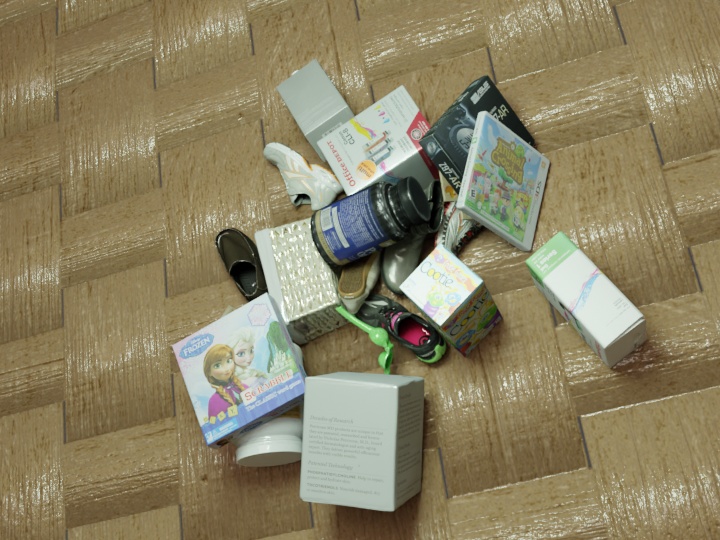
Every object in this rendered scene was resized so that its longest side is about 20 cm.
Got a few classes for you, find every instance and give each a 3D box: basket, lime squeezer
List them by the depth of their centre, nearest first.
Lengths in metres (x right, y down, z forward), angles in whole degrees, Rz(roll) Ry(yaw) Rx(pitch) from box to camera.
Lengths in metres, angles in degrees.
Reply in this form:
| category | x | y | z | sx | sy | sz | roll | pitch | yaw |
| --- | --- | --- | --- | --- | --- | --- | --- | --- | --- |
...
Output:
| category | x | y | z | sx | sy | sz | roll | pitch | yaw |
| --- | --- | --- | --- | --- | --- | --- | --- | --- | --- |
| lime squeezer | 0.027 | 0.147 | 1.623 | 0.070 | 0.038 | 0.201 | -23 | 97 | 12 |
| basket | -0.102 | 0.015 | 1.716 | 0.122 | 0.136 | 0.201 | -20 | 66 | 8 |

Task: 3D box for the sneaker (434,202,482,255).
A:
| category | x | y | z | sx | sy | sz | roll | pitch | yaw |
| --- | --- | --- | --- | --- | --- | --- | --- | --- | --- |
| sneaker | 0.185 | -0.083 | 1.686 | 0.081 | 0.078 | 0.202 | 14 | 82 | 10 |

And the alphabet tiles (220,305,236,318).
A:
| category | x | y | z | sx | sy | sz | roll | pitch | yaw |
| --- | --- | --- | --- | --- | --- | --- | --- | --- | --- |
| alphabet tiles | -0.270 | 0.148 | 1.718 | 0.008 | 0.200 | 0.168 | 35 | 82 | -19 |

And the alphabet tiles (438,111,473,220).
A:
| category | x | y | z | sx | sy | sz | roll | pitch | yaw |
| --- | --- | --- | --- | --- | --- | --- | --- | --- | --- |
| alphabet tiles | 0.206 | -0.190 | 1.673 | 0.006 | 0.165 | 0.202 | -20 | 76 | 54 |

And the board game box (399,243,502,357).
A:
| category | x | y | z | sx | sy | sz | roll | pitch | yaw |
| --- | --- | --- | --- | --- | --- | --- | --- | --- | --- |
| board game box | 0.159 | 0.055 | 1.575 | 0.103 | 0.200 | 0.105 | -46 | 63 | -2 |

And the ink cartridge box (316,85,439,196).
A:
| category | x | y | z | sx | sy | sz | roll | pitch | yaw |
| --- | --- | --- | --- | --- | --- | --- | --- | --- | --- |
| ink cartridge box | 0.048 | -0.215 | 1.743 | 0.199 | 0.145 | 0.146 | -33 | 64 | 6 |

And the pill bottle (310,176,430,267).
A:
| category | x | y | z | sx | sy | sz | roll | pitch | yaw |
| --- | --- | --- | --- | --- | --- | --- | --- | --- | --- |
| pill bottle | 0.018 | -0.090 | 1.632 | 0.199 | 0.112 | 0.113 | -22 | 64 | 24 |

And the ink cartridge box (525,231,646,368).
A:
| category | x | y | z | sx | sy | sz | roll | pitch | yaw |
| --- | --- | --- | --- | --- | --- | --- | --- | --- | --- |
| ink cartridge box | 0.377 | 0.051 | 1.532 | 0.084 | 0.145 | 0.200 | -40 | 64 | 2 |

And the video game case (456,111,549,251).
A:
| category | x | y | z | sx | sy | sz | roll | pitch | yaw |
| --- | --- | --- | --- | --- | --- | --- | --- | --- | --- |
| video game case | 0.257 | -0.155 | 1.628 | 0.022 | 0.199 | 0.183 | -3 | 67 | 48 |

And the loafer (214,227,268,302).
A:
| category | x | y | z | sx | sy | sz | roll | pitch | yaw |
| --- | --- | --- | --- | --- | --- | --- | --- | --- | --- |
| loafer | -0.230 | -0.014 | 1.804 | 0.073 | 0.071 | 0.200 | -38 | 64 | 2 |

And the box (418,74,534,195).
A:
| category | x | y | z | sx | sy | sz | roll | pitch | yaw |
| --- | --- | --- | --- | --- | --- | --- | --- | --- | --- |
| box | 0.213 | -0.232 | 1.656 | 0.200 | 0.161 | 0.043 | -48 | 17 | -32 |

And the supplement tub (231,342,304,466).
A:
| category | x | y | z | sx | sy | sz | roll | pitch | yaw |
| --- | --- | --- | --- | --- | --- | --- | --- | --- | --- |
| supplement tub | -0.167 | 0.239 | 1.649 | 0.143 | 0.145 | 0.202 | -12 | 67 | 14 |

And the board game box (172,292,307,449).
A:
| category | x | y | z | sx | sy | sz | roll | pitch | yaw |
| --- | --- | --- | --- | --- | --- | --- | --- | --- | --- |
| board game box | -0.205 | 0.172 | 1.583 | 0.199 | 0.041 | 0.200 | -29 | 64 | 6 |

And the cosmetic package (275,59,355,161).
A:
| category | x | y | z | sx | sy | sz | roll | pitch | yaw |
| --- | --- | --- | --- | --- | --- | --- | --- | --- | --- |
| cosmetic package | -0.082 | -0.322 | 1.831 | 0.106 | 0.090 | 0.201 | -33 | 43 | 6 |

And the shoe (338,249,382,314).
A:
| category | x | y | z | sx | sy | sz | roll | pitch | yaw |
| --- | --- | --- | --- | --- | --- | --- | --- | --- | --- |
| shoe | 0.000 | 0.000 | 1.705 | 0.069 | 0.054 | 0.201 | -2 | 38 | 19 |

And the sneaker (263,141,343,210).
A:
| category | x | y | z | sx | sy | sz | roll | pitch | yaw |
| --- | --- | --- | --- | --- | --- | --- | --- | --- | --- |
| sneaker | -0.131 | -0.183 | 1.835 | 0.199 | 0.076 | 0.092 | 32 | 88 | 27 |

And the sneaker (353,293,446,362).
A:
| category | x | y | z | sx | sy | sz | roll | pitch | yaw |
| --- | --- | --- | --- | --- | --- | --- | --- | --- | --- |
| sneaker | 0.068 | 0.090 | 1.654 | 0.199 | 0.084 | 0.077 | 27 | 71 | 26 |

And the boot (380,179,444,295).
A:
| category | x | y | z | sx | sy | sz | roll | pitch | yaw |
| --- | --- | --- | --- | --- | --- | --- | --- | --- | --- |
| boot | 0.100 | -0.063 | 1.673 | 0.067 | 0.130 | 0.202 | 17 | 71 | -21 |

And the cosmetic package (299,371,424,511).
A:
| category | x | y | z | sx | sy | sz | roll | pitch | yaw |
| --- | --- | --- | --- | --- | --- | --- | --- | --- | --- |
| cosmetic package | 0.007 | 0.279 | 1.538 | 0.165 | 0.167 | 0.202 | 2 | 88 | 20 |
